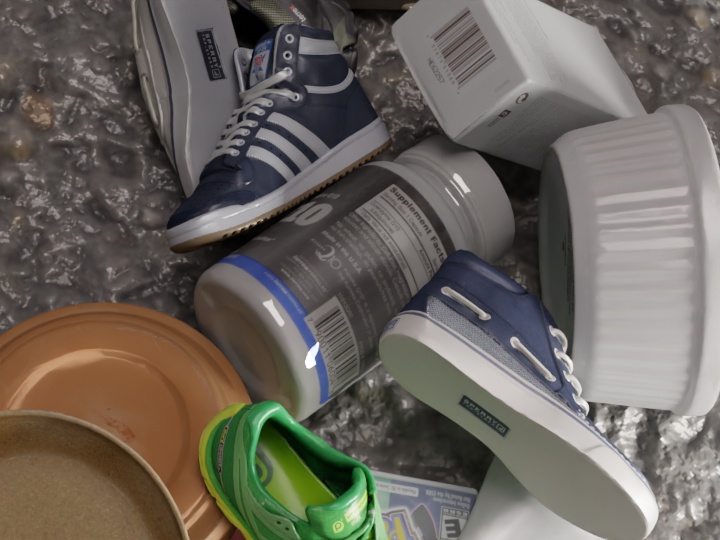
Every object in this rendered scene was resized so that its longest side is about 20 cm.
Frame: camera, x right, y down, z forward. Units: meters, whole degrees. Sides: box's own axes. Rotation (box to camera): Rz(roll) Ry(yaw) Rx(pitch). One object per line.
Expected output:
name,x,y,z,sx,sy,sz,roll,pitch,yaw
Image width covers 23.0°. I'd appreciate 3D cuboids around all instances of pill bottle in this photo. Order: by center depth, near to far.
pill bottle,0.000,0.000,1.148,0.199,0.114,0.114,-35,73,-28

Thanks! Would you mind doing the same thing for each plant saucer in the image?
plant saucer,-0.190,0.181,1.010,0.198,0.035,0.203,0,84,4
plant saucer,-0.161,0.107,1.082,0.198,0.032,0.202,1,59,-2

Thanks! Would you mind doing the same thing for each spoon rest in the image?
spoon rest,0.102,0.156,1.105,0.100,0.061,0.199,54,41,7

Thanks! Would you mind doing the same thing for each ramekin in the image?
ramekin,0.172,-0.005,1.150,0.093,0.203,0.204,-2,60,-2

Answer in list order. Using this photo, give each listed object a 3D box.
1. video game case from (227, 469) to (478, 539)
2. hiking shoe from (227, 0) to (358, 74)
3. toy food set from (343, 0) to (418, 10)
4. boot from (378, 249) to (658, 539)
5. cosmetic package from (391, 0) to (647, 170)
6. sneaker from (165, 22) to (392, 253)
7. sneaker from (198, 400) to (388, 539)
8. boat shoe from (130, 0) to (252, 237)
video game case,-0.031,0.202,1.078,0.198,0.023,0.184,11,59,-7
hiking shoe,-0.070,-0.212,1.276,0.100,0.076,0.202,-9,64,-21
toy food set,0.040,-0.283,1.352,0.142,0.061,0.202,-2,60,-14
boot,0.112,0.072,1.075,0.200,0.073,0.090,40,54,1
cosmetic package,0.115,-0.129,1.213,0.199,0.074,0.102,14,45,-56
sneaker,-0.070,-0.092,1.158,0.199,0.070,0.109,-33,102,-42
sneaker,-0.018,0.160,1.032,0.200,0.084,0.074,49,59,-2
boat shoe,-0.117,-0.117,1.216,0.071,0.066,0.202,-15,87,-36
